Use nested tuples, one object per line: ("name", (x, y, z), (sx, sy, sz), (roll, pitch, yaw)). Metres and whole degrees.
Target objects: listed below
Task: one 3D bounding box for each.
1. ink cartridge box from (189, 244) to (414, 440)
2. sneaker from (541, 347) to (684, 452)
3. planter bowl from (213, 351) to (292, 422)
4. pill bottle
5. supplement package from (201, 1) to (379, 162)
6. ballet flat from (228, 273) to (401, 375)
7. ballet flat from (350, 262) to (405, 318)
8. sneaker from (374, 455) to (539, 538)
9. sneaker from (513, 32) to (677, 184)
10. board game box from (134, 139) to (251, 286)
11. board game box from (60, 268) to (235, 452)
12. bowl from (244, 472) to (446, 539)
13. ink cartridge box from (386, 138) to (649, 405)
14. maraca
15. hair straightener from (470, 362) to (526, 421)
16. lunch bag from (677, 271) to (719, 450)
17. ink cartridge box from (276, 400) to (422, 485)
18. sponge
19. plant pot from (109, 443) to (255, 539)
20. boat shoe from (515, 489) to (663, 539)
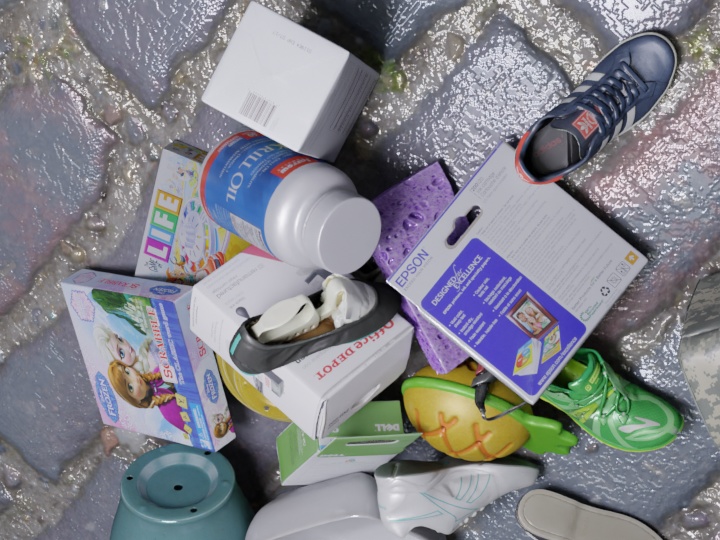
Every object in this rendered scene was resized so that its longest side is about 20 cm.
("ink cartridge box", (-0.063, 0.062, 1.630), (0.200, 0.146, 0.085), (40, 147, 20))
("sneaker", (0.249, 0.132, 1.632), (0.200, 0.084, 0.074), (26, 77, 9))
("planter bowl", (-0.085, 0.107, 1.740), (0.200, 0.083, 0.201), (4, 117, 7))
("pill bottle", (-0.071, -0.068, 1.585), (0.200, 0.112, 0.112), (27, 124, 44))
("supplement package", (-0.065, -0.185, 1.546), (0.114, 0.200, 0.110), (29, 95, 8))
("ballet flat", (-0.040, 0.047, 1.547), (0.068, 0.200, 0.068), (49, 150, 31))
("ballet flat", (0.000, 0.000, 1.694), (0.062, 0.067, 0.200), (-42, 93, 20))
("sneaker", (0.107, 0.247, 1.705), (0.200, 0.070, 0.080), (-5, 99, -23))
("sneaker", (0.232, -0.154, 1.510), (0.075, 0.085, 0.200), (45, 107, 2))
("board game box", (-0.182, -0.034, 1.766), (0.134, 0.034, 0.200), (23, 118, 12))
("board game box", (-0.252, 0.104, 1.808), (0.199, 0.041, 0.200), (7, 120, 40))
("bowl", (-0.014, 0.304, 1.787), (0.200, 0.075, 0.200), (-21, 142, 29))
("ink cartridge box", (0.161, 0.001, 1.581), (0.200, 0.043, 0.198), (40, 82, 1))
("maraca", (0.140, 0.160, 1.680), (0.200, 0.137, 0.107), (19, 73, 4))
("hair straightener", (0.165, 0.064, 1.606), (0.077, 0.041, 0.200), (9, 74, 21))
("lunch bag", (0.414, 0.071, 1.482), (0.168, 0.200, 0.139), (-21, 103, 29))
("ink cartridge box", (-0.016, 0.186, 1.705), (0.104, 0.059, 0.200), (1, 158, -20))
("sponge", (0.082, -0.002, 1.635), (0.200, 0.111, 0.030), (61, 156, -9))
("plant pot", (-0.209, 0.315, 1.814), (0.200, 0.200, 0.188), (11, 126, 17))
("boat shoe", (0.268, 0.308, 1.736), (0.200, 0.073, 0.063), (26, 162, 4))
